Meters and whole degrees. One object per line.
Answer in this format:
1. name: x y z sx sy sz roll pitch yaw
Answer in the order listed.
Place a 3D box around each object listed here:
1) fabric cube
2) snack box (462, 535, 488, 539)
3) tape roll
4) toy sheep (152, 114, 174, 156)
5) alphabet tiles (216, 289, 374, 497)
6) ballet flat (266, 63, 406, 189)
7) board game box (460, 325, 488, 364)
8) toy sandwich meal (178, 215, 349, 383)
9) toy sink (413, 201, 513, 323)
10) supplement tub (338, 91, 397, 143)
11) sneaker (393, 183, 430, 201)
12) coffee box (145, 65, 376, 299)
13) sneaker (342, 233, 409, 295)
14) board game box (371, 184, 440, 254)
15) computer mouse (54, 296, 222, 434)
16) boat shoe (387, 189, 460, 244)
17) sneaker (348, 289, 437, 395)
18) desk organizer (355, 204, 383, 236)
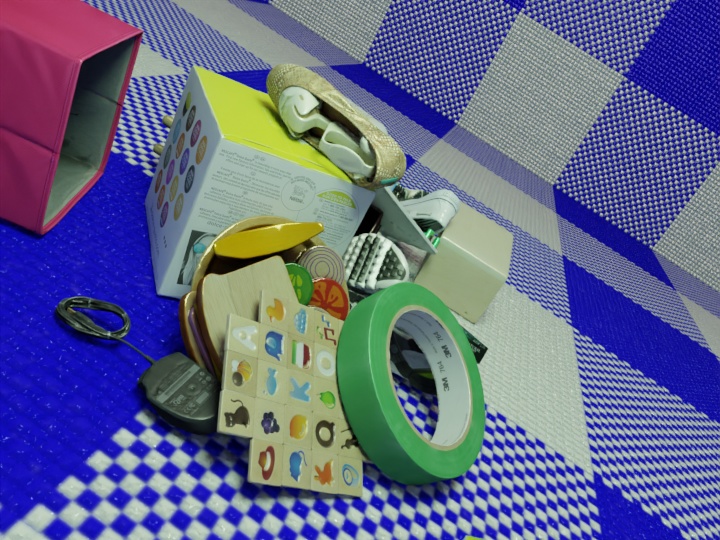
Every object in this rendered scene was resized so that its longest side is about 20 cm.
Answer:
1. fabric cube: -0.378 -0.195 0.660 0.195 0.203 0.198 22 26 -13
2. snack box: 0.170 0.320 0.493 0.196 0.069 0.170 19 27 -22
3. tape roll: 0.059 0.117 0.654 0.198 0.048 0.205 30 48 -38
4. toy sheep: -0.222 -0.180 0.908 0.136 0.139 0.202 29 39 -3
5. alphabet tiles: -0.046 0.115 0.574 0.198 0.006 0.171 25 53 -40
6. ballet flat: -0.037 -0.158 0.675 0.198 0.071 0.065 36 38 12
7. board game box: 0.081 0.054 0.849 0.133 0.029 0.200 32 4 -17
8. toy sandwich meal: -0.084 0.034 0.622 0.201 0.070 0.212 7 77 -32
9. toy sink: 0.186 -0.019 1.103 0.128 0.113 0.201 31 29 1
10. supplement tub: -0.032 -0.265 1.265 0.199 0.147 0.144 40 26 19
11. sneaker: 0.077 -0.138 1.244 0.085 0.080 0.198 20 0 41
12. coffee box: -0.131 -0.091 0.752 0.196 0.200 0.201 14 29 -33
13. sneaker: 0.000 0.000 0.813 0.081 0.076 0.198 41 -18 -35
14. board game box: 0.016 -0.112 0.981 0.198 0.026 0.200 25 -13 42
15. computer mouse: -0.197 0.085 0.557 0.197 0.035 0.058 33 41 15
16. boat shoe: 0.090 -0.081 1.072 0.073 0.199 0.068 39 61 -12
17. sneaker: 0.034 0.087 0.792 0.197 0.075 0.081 33 7 0
18. desk organizer: -0.062 -0.106 0.983 0.197 0.073 0.077 33 -12 4
